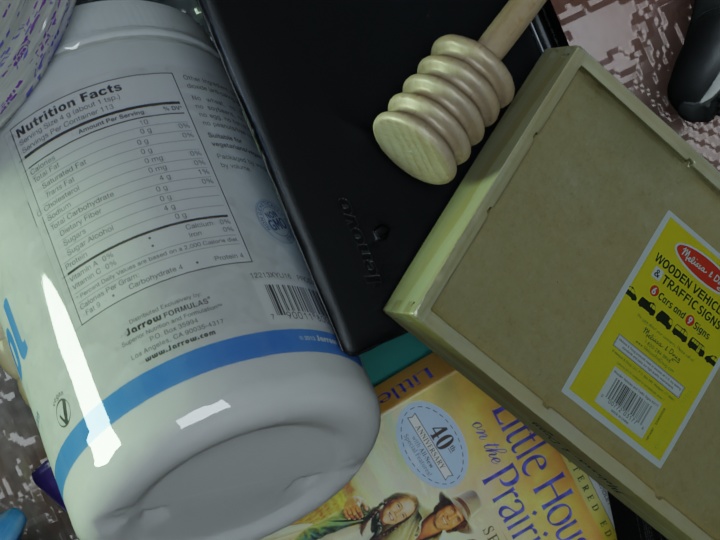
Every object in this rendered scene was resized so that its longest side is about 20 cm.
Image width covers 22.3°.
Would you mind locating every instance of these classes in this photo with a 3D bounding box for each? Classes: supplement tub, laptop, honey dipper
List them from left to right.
[{"bbox_3d":[-0.084,0.005,0.746,0.131,0.132,0.201,-24,62,-3],"label":"supplement tub"},{"bbox_3d":[0.027,-0.083,0.771,0.115,0.200,0.189,-22,91,11],"label":"laptop"},{"bbox_3d":[0.073,-0.119,0.718,0.038,0.038,0.201,37,68,-2],"label":"honey dipper"}]

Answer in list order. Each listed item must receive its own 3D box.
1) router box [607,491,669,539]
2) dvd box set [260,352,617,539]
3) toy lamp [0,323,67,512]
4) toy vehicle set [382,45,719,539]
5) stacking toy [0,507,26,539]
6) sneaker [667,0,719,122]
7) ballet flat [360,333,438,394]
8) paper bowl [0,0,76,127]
[{"bbox_3d":[0.185,0.083,0.808,0.156,0.052,0.202,-12,90,-26],"label":"router box"},{"bbox_3d":[0.019,0.126,0.813,0.199,0.029,0.147,-30,113,-4],"label":"dvd box set"},{"bbox_3d":[-0.154,0.032,0.815,0.058,0.058,0.201,-33,90,-3],"label":"toy lamp"},{"bbox_3d":[0.117,0.022,0.724,0.200,0.026,0.125,39,76,-20],"label":"toy vehicle set"},{"bbox_3d":[-0.103,0.198,0.784,0.199,0.110,0.117,28,67,-4],"label":"stacking toy"},{"bbox_3d":[0.176,-0.167,0.838,0.090,0.070,0.201,29,87,13],"label":"sneaker"},{"bbox_3d":[0.000,0.000,0.813,0.070,0.065,0.202,-9,115,-11],"label":"ballet flat"},{"bbox_3d":[-0.217,-0.135,0.720,0.199,0.104,0.202,-8,70,22],"label":"paper bowl"}]
